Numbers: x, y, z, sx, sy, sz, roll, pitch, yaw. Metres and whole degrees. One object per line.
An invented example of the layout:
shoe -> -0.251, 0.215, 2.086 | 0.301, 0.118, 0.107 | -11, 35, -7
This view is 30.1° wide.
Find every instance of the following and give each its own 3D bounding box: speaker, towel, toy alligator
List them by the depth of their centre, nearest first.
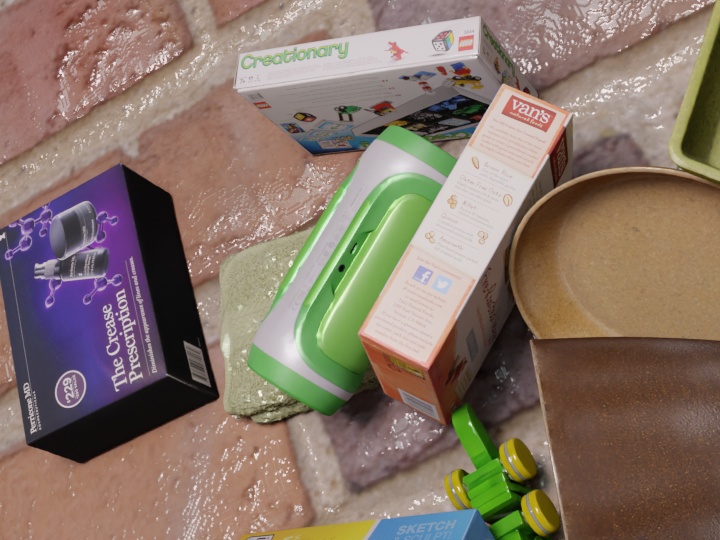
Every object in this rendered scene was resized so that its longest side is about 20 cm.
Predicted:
toy alligator -> 0.109, 0.181, 0.894 | 0.059, 0.054, 0.201 | -34, 58, 22
speaker -> 0.000, 0.000, 0.959 | 0.088, 0.088, 0.201 | 30, 88, 32
towel -> -0.023, 0.029, 1.032 | 0.199, 0.036, 0.149 | -18, 65, 20

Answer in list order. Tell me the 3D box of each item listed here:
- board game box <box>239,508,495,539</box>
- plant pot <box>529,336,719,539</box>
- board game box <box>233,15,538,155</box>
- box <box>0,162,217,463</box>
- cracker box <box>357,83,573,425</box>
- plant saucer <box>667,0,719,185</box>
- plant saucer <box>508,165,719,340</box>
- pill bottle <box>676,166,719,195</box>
board game box -> -0.024, 0.228, 0.862 | 0.199, 0.040, 0.153 | -14, 27, 33
plant pot -> 0.216, 0.116, 0.809 | 0.199, 0.187, 0.188 | -11, 66, 6
board game box -> 0.021, -0.136, 1.019 | 0.199, 0.126, 0.035 | -4, 70, 25
box -> -0.214, 0.035, 1.106 | 0.141, 0.079, 0.201 | -28, 61, 18
cracker box -> 0.078, -0.007, 0.915 | 0.057, 0.134, 0.201 | 25, 75, 18
plant saucer -> 0.291, -0.100, 0.783 | 0.199, 0.048, 0.201 | 21, 66, 5
plant saucer -> 0.195, 0.006, 0.858 | 0.199, 0.201, 0.036 | 1, 40, 27
pill bottle -> 0.282, -0.116, 0.879 | 0.112, 0.113, 0.201 | 10, 67, 30
